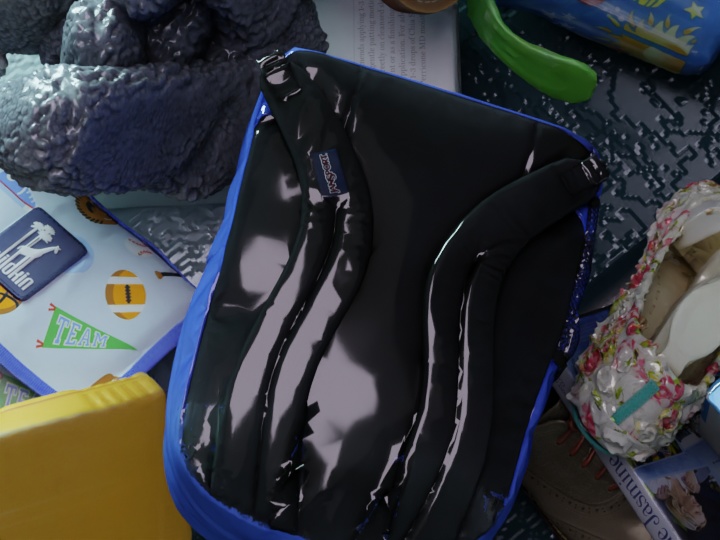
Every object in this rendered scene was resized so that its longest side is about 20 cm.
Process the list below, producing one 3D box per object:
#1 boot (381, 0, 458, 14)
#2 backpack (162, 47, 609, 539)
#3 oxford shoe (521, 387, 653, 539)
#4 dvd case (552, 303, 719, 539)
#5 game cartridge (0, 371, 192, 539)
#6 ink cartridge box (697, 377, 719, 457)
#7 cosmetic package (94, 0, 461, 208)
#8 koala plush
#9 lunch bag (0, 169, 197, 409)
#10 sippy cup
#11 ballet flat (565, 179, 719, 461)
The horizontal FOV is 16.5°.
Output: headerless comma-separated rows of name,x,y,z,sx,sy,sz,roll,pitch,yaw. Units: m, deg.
boot,-0.005,-0.188,1.212,0.155,0.074,0.200,-25,50,44
backpack,0.006,0.038,1.053,0.162,0.168,0.200,14,70,-1
oxford shoe,0.107,0.089,1.172,0.200,0.075,0.070,35,78,15
dvd case,0.181,0.094,1.152,0.142,0.018,0.200,-16,65,-40
game cartridge,-0.168,0.147,1.107,0.200,0.177,0.032,-15,29,-29
ink cartridge box,0.261,0.046,1.067,0.200,0.129,0.125,-39,77,-1
cosmetic package,-0.049,-0.091,1.250,0.199,0.071,0.102,-2,73,5
koala plush,-0.135,-0.134,1.167,0.200,0.184,0.178,25,95,31
lunch bag,-0.186,0.045,1.183,0.170,0.124,0.200,39,86,13
sippy cup,0.137,-0.166,1.233,0.130,0.140,0.178,31,97,4
ballet flat,0.158,0.014,1.144,0.076,0.064,0.200,40,43,-7
